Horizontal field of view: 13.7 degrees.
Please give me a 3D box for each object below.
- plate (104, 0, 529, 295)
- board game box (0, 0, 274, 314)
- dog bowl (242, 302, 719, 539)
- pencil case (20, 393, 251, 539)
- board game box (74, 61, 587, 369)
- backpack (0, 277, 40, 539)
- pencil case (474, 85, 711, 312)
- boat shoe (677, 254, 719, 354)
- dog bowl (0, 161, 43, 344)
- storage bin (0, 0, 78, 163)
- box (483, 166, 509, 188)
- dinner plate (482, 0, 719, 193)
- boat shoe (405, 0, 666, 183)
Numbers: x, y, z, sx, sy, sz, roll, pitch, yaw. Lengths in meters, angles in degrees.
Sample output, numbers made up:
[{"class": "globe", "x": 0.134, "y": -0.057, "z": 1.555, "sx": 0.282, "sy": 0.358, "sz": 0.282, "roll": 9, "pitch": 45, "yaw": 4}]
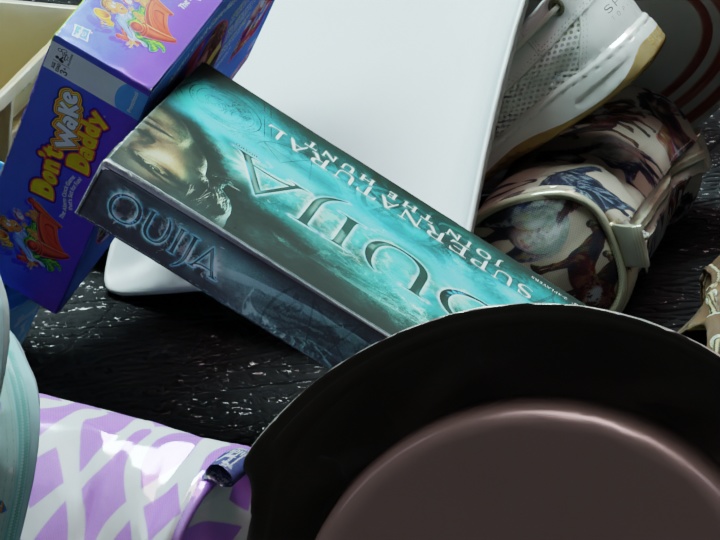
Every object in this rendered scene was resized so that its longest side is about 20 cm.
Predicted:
[{"class": "plate", "x": -0.010, "y": -0.076, "z": 1.343, "sx": 0.199, "sy": 0.200, "sz": 0.032, "roll": -1, "pitch": -24, "yaw": 36}, {"class": "board game box", "x": -0.084, "y": -0.093, "z": 1.248, "sx": 0.045, "sy": 0.135, "sz": 0.200, "roll": 30, "pitch": 43, "yaw": 2}, {"class": "dog bowl", "x": 0.053, "y": 0.108, "z": 0.838, "sx": 0.199, "sy": 0.201, "sz": 0.059, "roll": 8, "pitch": 3, "yaw": 13}, {"class": "pencil case", "x": -0.126, "y": 0.084, "z": 1.035, "sx": 0.199, "sy": 0.084, "sz": 0.086, "roll": 11, "pitch": 34, "yaw": 25}, {"class": "board game box", "x": 0.000, "y": 0.000, "z": 1.136, "sx": 0.200, "sy": 0.028, "sz": 0.135, "roll": 32, "pitch": 23, "yaw": 0}, {"class": "backpack", "x": -0.191, "y": 0.053, "z": 0.928, "sx": 0.177, "sy": 0.201, "sz": 0.150, "roll": 17, "pitch": 14, "yaw": 37}, {"class": "pencil case", "x": 0.108, "y": -0.027, "z": 1.381, "sx": 0.089, "sy": 0.078, "sz": 0.200, "roll": 1, "pitch": 18, "yaw": 17}, {"class": "boat shoe", "x": 0.150, "y": 0.034, "z": 1.219, "sx": 0.074, "sy": 0.075, "sz": 0.202, "roll": -7, "pitch": 12, "yaw": -1}, {"class": "dog bowl", "x": -0.225, "y": -0.013, "z": 1.261, "sx": 0.199, "sy": 0.050, "sz": 0.112, "roll": 18, "pitch": 40, "yaw": 4}, {"class": "storage bin", "x": -0.250, "y": -0.065, "z": 1.409, "sx": 0.199, "sy": 0.094, "sz": 0.199, "roll": 6, "pitch": 20, "yaw": 8}, {"class": "box", "x": 0.063, "y": -0.129, "z": 1.557, "sx": 0.199, "sy": 0.149, "sz": 0.107, "roll": -8, "pitch": 22, "yaw": -28}, {"class": "dinner plate", "x": 0.096, "y": -0.097, "z": 1.448, "sx": 0.199, "sy": 0.200, "sz": 0.024, "roll": -4, "pitch": 63, "yaw": -19}, {"class": "boat shoe", "x": 0.044, "y": -0.074, "z": 1.372, "sx": 0.200, "sy": 0.069, "sz": 0.071, "roll": -35, "pitch": 8, "yaw": 20}]
